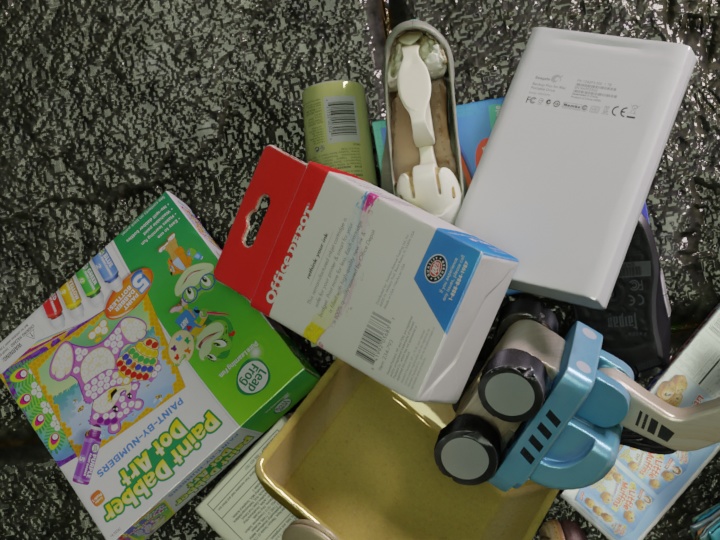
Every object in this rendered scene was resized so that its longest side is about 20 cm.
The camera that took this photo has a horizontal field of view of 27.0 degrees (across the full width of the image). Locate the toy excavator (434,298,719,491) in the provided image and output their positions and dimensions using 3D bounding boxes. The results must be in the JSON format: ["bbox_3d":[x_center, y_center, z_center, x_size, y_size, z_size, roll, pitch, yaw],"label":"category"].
[{"bbox_3d":[0.180,0.100,1.081,0.199,0.100,0.195,30,119,-3],"label":"toy excavator"}]

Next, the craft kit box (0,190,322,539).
[{"bbox_3d":[-0.163,0.076,1.158,0.200,0.049,0.198,-42,67,3],"label":"craft kit box"}]

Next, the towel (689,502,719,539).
[{"bbox_3d":[0.336,0.230,1.103,0.146,0.022,0.201,-29,111,-9],"label":"towel"}]

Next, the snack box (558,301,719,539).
[{"bbox_3d":[0.245,0.121,1.163,0.072,0.024,0.200,40,92,3],"label":"snack box"}]

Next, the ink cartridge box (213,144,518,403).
[{"bbox_3d":[0.000,0.000,1.085,0.199,0.067,0.117,29,101,29],"label":"ink cartridge box"}]

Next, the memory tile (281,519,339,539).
[{"bbox_3d":[0.009,0.268,1.069,0.152,0.017,0.201,21,134,20],"label":"memory tile"}]

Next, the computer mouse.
[{"bbox_3d":[0.172,0.044,1.135,0.139,0.046,0.202,-9,104,26],"label":"computer mouse"}]

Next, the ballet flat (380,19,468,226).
[{"bbox_3d":[0.044,-0.088,1.121,0.067,0.064,0.202,-6,88,5],"label":"ballet flat"}]

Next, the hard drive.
[{"bbox_3d":[0.151,-0.079,1.092,0.131,0.026,0.201,13,74,34],"label":"hard drive"}]

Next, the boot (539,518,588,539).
[{"bbox_3d":[0.239,0.251,1.141,0.165,0.072,0.201,-26,96,-6],"label":"boot"}]

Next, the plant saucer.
[{"bbox_3d":[0.033,0.159,1.120,0.200,0.200,0.048,40,134,0],"label":"plant saucer"}]

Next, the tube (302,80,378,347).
[{"bbox_3d":[-0.013,-0.044,1.161,0.052,0.058,0.202,1,75,-31],"label":"tube"}]

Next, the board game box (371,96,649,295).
[{"bbox_3d":[0.119,-0.058,1.168,0.198,0.045,0.154,-11,88,5],"label":"board game box"}]

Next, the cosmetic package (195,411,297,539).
[{"bbox_3d":[-0.020,0.215,1.159,0.105,0.071,0.200,-44,86,2],"label":"cosmetic package"}]
